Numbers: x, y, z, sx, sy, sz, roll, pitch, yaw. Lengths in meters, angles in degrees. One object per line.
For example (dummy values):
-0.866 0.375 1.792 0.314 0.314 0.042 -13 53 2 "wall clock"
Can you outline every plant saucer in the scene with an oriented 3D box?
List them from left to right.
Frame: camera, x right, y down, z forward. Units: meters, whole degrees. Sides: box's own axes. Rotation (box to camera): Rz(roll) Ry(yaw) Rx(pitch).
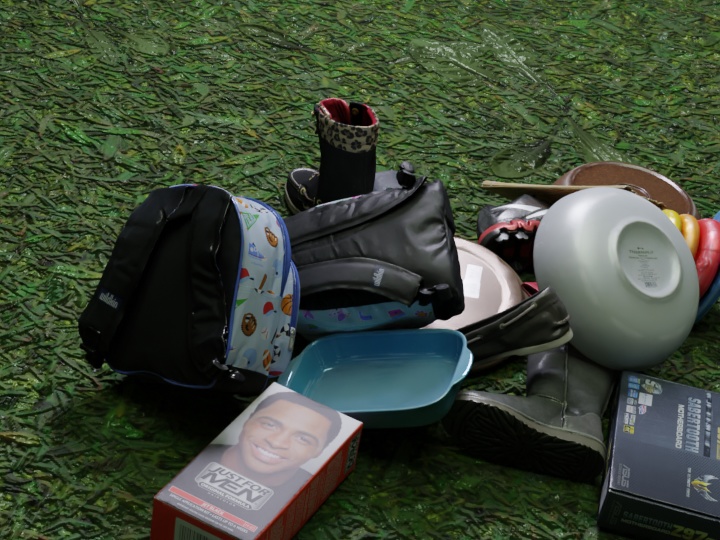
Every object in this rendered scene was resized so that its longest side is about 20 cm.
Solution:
0.087 0.028 1.674 0.200 0.030 0.200 4 44 -4 "plant saucer"
0.328 -0.081 1.926 0.200 0.035 0.200 6 34 -4 "plant saucer"

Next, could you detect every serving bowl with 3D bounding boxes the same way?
0.277 0.000 1.612 0.200 0.066 0.201 13 64 -27 "serving bowl"

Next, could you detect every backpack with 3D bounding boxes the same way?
-0.145 0.016 1.492 0.200 0.191 0.154 8 1 34 "backpack"
0.000 0.000 1.585 0.200 0.127 0.167 -12 55 9 "backpack"

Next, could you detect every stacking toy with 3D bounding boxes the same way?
0.314 -0.033 1.741 0.200 0.110 0.116 22 37 -13 "stacking toy"

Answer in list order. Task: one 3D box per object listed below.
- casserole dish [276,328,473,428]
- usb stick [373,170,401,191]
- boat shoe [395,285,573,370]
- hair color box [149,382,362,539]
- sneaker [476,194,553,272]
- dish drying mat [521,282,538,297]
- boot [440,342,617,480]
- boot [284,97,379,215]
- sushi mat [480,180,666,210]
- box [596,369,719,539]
0.017 0.108 1.507 0.200 0.039 0.121 -3 35 23 "casserole dish"
0.056 -0.054 1.812 0.055 0.033 0.200 -3 37 -21 "usb stick"
0.111 0.066 1.556 0.200 0.057 0.067 -17 9 16 "boat shoe"
-0.090 0.188 1.396 0.101 0.061 0.200 22 35 18 "hair color box"
0.222 -0.046 1.811 0.200 0.071 0.098 0 37 -15 "sneaker"
0.258 0.036 1.693 0.200 0.018 0.077 0 29 -49 "dish drying mat"
0.175 0.112 1.571 0.182 0.073 0.200 22 40 -6 "boot"
-0.031 -0.120 1.767 0.073 0.151 0.200 -8 26 -19 "boot"
0.247 -0.086 1.821 0.200 0.012 0.096 4 -11 40 "sushi mat"
0.317 0.187 1.517 0.157 0.051 0.200 15 34 5 "box"
